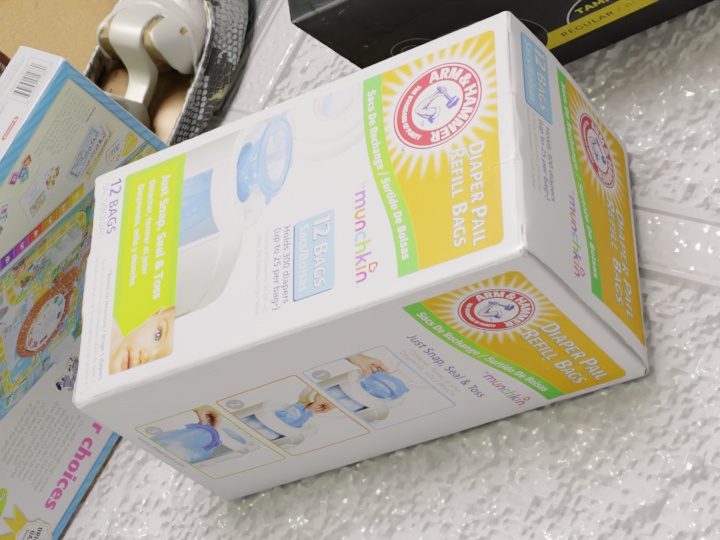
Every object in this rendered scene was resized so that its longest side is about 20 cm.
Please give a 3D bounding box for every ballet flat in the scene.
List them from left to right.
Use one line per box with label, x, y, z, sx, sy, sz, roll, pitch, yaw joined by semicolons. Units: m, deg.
ballet flat;-0.107;-0.082;0.884;0.072;0.072;0.201;5;66;40

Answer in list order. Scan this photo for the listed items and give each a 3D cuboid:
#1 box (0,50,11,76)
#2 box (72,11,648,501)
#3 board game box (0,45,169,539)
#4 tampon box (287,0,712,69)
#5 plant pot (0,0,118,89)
box;-0.252;-0.039;0.909;0.075;0.100;0.200;-1;60;37
box;0.000;0.000;0.726;0.200;0.101;0.113;-19;53;27
board game box;-0.145;0.024;0.799;0.034;0.134;0.200;20;75;44
tampon box;0.049;-0.193;0.771;0.150;0.126;0.200;-21;66;26
plant pot;-0.195;-0.099;0.995;0.200;0.027;0.200;-20;52;28
